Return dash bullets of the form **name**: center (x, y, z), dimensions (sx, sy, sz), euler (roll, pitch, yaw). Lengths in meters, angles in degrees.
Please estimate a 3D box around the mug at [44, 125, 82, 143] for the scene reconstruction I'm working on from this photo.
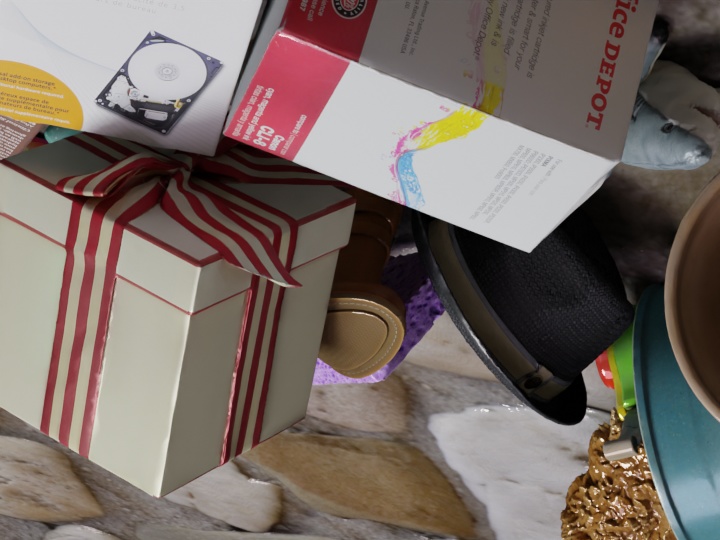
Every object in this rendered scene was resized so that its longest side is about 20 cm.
- **mug**: center (-0.139, -0.030, 1.577), dimensions (0.151, 0.187, 0.115), euler (-11, 158, 6)

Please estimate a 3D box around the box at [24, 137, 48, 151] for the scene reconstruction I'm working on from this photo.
- **box**: center (-0.280, -0.026, 1.710), dimensions (0.099, 0.096, 0.200), euler (17, 155, -1)

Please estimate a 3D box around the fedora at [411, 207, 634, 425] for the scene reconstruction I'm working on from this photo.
- **fedora**: center (0.122, 0.005, 1.494), dimensions (0.091, 0.201, 0.200), euler (-33, 134, 17)

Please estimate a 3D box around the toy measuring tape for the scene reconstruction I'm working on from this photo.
- **toy measuring tape**: center (0.192, 0.068, 1.549), dimensions (0.073, 0.074, 0.200), euler (5, -162, 17)

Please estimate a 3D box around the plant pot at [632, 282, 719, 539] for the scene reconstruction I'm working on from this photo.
- **plant pot**: center (0.304, 0.086, 1.477), dimensions (0.187, 0.201, 0.200), euler (-15, 143, 24)

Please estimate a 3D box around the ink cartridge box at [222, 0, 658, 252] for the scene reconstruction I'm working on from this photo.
- **ink cartridge box**: center (0.048, -0.126, 1.234), dimensions (0.199, 0.146, 0.145), euler (21, 155, -8)

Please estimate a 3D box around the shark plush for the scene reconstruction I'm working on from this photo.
- **shark plush**: center (0.140, -0.084, 1.336), dimensions (0.199, 0.084, 0.091), euler (-6, 147, 40)

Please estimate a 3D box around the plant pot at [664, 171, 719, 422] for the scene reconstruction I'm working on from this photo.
- **plant pot**: center (0.288, 0.020, 1.350), dimensions (0.199, 0.203, 0.093), euler (11, 175, 14)

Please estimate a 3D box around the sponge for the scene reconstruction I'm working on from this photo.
- **sponge**: center (-0.010, 0.035, 1.605), dimensions (0.030, 0.112, 0.199), euler (50, 155, -18)

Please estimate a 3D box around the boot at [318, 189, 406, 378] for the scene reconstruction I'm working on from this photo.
- **boot**: center (0.000, 0.000, 1.509), dimensions (0.077, 0.156, 0.200), euler (38, 153, -10)

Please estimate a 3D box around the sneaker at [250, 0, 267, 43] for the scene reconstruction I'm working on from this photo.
- **sneaker**: center (-0.158, -0.170, 1.363), dimensions (0.198, 0.073, 0.085), euler (16, 153, -1)

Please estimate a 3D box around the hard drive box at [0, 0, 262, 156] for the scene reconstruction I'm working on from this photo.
- **hard drive box**: center (-0.134, -0.172, 1.244), dimensions (0.154, 0.077, 0.201), euler (10, 137, -11)

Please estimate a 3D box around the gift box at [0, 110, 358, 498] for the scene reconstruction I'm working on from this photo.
- **gift box**: center (-0.106, 0.007, 1.362), dimensions (0.199, 0.184, 0.188), euler (22, 118, 23)

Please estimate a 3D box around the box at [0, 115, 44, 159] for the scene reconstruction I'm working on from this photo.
- **box**: center (-0.259, -0.134, 1.506), dimensions (0.100, 0.075, 0.200), euler (25, 152, -18)

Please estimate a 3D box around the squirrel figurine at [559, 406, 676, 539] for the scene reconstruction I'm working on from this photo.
- **squirrel figurine**: center (0.267, 0.192, 1.768), dimensions (0.199, 0.143, 0.187), euler (23, 148, -19)
